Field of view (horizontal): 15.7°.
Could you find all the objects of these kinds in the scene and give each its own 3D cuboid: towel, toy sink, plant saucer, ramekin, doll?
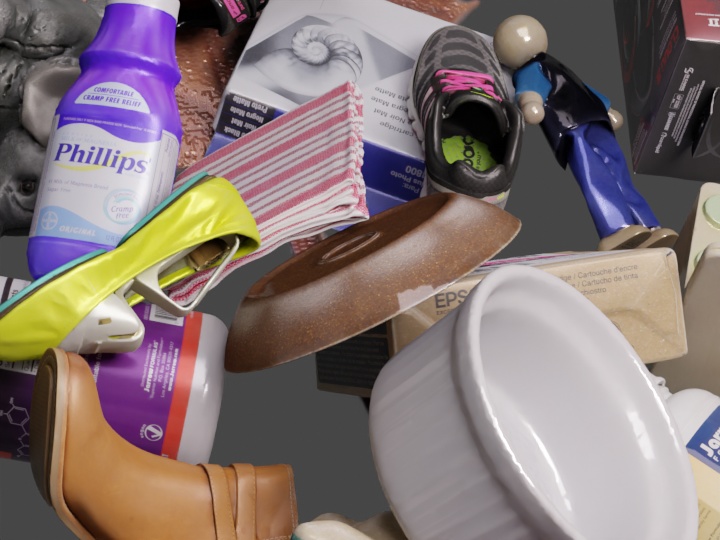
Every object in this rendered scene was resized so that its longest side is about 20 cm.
[{"bbox_3d":[-0.061,-0.052,1.713,0.146,0.030,0.200,-26,22,11],"label":"towel"},{"bbox_3d":[0.266,0.025,1.713,0.130,0.200,0.112,16,51,-1],"label":"toy sink"},{"bbox_3d":[0.000,0.000,1.575,0.200,0.200,0.037,-33,102,-33],"label":"plant saucer"},{"bbox_3d":[0.096,0.106,1.502,0.200,0.098,0.201,36,36,-32],"label":"ramekin"},{"bbox_3d":[0.151,-0.100,1.844,0.136,0.048,0.200,7,52,-55],"label":"doll"}]

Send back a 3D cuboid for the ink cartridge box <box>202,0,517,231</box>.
[{"bbox_3d":[0.005,-0.114,1.861,0.199,0.041,0.200,19,51,1],"label":"ink cartridge box"}]

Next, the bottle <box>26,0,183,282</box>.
[{"bbox_3d":[-0.156,-0.082,1.659,0.083,0.065,0.200,9,77,5],"label":"bottle"}]

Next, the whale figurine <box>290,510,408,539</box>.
[{"bbox_3d":[0.022,0.201,1.533,0.159,0.200,0.104,28,91,28],"label":"whale figurine"}]

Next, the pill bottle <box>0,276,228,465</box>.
[{"bbox_3d":[-0.187,0.067,1.625,0.200,0.112,0.113,10,51,-5],"label":"pill bottle"}]

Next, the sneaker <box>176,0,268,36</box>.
[{"bbox_3d":[-0.075,-0.207,1.856,0.200,0.077,0.084,-17,46,22],"label":"sneaker"}]

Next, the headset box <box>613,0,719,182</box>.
[{"bbox_3d":[0.244,-0.172,1.897,0.075,0.149,0.200,5,52,-8],"label":"headset box"}]

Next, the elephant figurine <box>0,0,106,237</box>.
[{"bbox_3d":[-0.212,-0.083,1.744,0.155,0.141,0.200,-32,67,16],"label":"elephant figurine"}]

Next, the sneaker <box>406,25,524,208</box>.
[{"bbox_3d":[0.076,-0.104,1.789,0.074,0.087,0.200,9,50,-9],"label":"sneaker"}]

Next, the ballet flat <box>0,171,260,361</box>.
[{"bbox_3d":[-0.139,0.011,1.568,0.200,0.067,0.067,-36,79,-31],"label":"ballet flat"}]

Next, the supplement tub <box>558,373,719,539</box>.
[{"bbox_3d":[0.223,0.164,1.628,0.200,0.144,0.144,34,52,13],"label":"supplement tub"}]

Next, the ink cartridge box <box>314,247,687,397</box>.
[{"bbox_3d":[0.085,0.033,1.680,0.200,0.165,0.075,-9,94,-20],"label":"ink cartridge box"}]

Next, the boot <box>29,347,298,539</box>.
[{"bbox_3d":[-0.115,0.130,1.561,0.155,0.200,0.074,-10,18,-14],"label":"boot"}]
